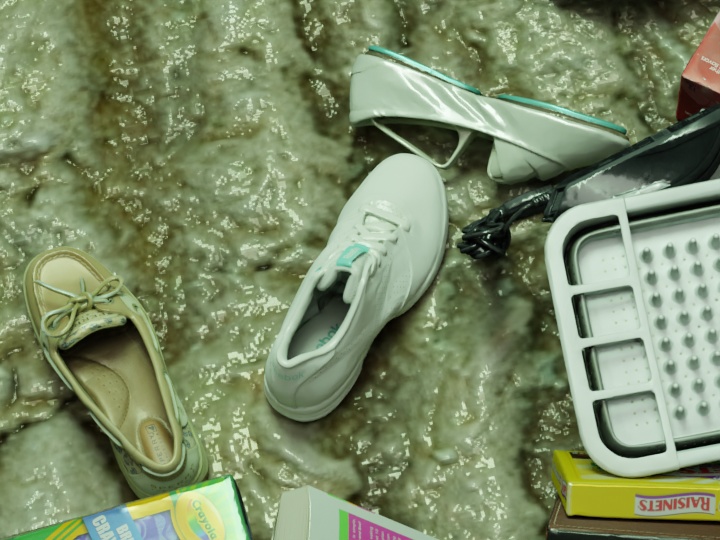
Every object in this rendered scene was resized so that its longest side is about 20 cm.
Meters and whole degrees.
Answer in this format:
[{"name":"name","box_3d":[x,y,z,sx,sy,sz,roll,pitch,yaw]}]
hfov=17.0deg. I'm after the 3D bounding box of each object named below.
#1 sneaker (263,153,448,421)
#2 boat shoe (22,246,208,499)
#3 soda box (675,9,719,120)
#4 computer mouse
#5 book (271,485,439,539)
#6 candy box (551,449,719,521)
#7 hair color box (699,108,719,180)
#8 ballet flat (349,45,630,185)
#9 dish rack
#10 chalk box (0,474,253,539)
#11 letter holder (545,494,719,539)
[{"name":"sneaker","box_3d":[0.000,0.000,1.566,0.075,0.089,0.200,22,68,14]},{"name":"boat shoe","box_3d":[-0.159,0.058,1.560,0.073,0.063,0.200,-31,67,-10]},{"name":"soda box","box_3d":[0.314,-0.099,1.610,0.200,0.063,0.070,27,70,15]},{"name":"computer mouse","box_3d":[0.157,-0.047,1.559,0.199,0.140,0.046,-26,93,1]},{"name":"book","box_3d":[0.028,0.220,1.420,0.048,0.200,0.134,-19,54,44]},{"name":"candy box","box_3d":[0.222,0.133,1.482,0.199,0.102,0.027,2,99,-1]},{"name":"hair color box","box_3d":[0.293,-0.017,1.575,0.199,0.061,0.099,24,70,14]},{"name":"ballet flat","box_3d":[0.082,-0.093,1.625,0.199,0.069,0.070,19,68,16]},{"name":"dish rack","box_3d":[0.222,0.032,1.475,0.199,0.044,0.172,-11,76,3]},{"name":"chalk box","box_3d":[-0.109,0.211,1.455,0.199,0.125,0.124,-15,65,-3]},{"name":"letter holder","box_3d":[0.214,0.197,1.469,0.199,0.142,0.101,3,97,7]}]
